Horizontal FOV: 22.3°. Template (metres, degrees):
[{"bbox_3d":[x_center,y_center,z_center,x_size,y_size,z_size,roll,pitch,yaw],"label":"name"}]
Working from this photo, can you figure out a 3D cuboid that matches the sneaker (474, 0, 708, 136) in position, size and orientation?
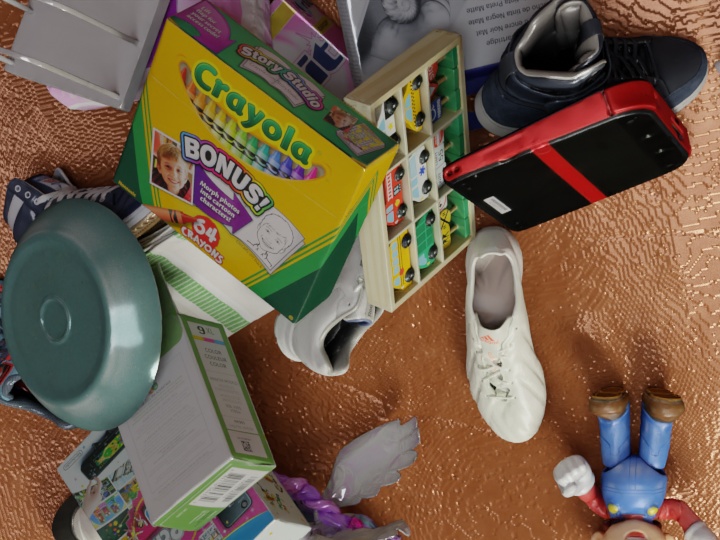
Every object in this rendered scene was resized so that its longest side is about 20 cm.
[{"bbox_3d":[0.201,-0.168,1.456,0.201,0.146,0.077,-13,72,-12],"label":"sneaker"}]

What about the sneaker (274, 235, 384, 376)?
[{"bbox_3d":[0.000,0.000,1.552,0.074,0.087,0.201,13,105,-34],"label":"sneaker"}]

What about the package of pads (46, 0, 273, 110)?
[{"bbox_3d":[-0.167,-0.209,1.525,0.199,0.076,0.121,-8,77,29],"label":"package of pads"}]

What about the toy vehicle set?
[{"bbox_3d":[0.043,-0.080,1.481,0.026,0.124,0.201,20,135,32],"label":"toy vehicle set"}]

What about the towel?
[{"bbox_3d":[-0.138,0.010,1.600,0.199,0.023,0.152,-30,134,24],"label":"towel"}]

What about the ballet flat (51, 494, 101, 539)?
[{"bbox_3d":[-0.212,0.219,1.702,0.199,0.068,0.068,-27,101,16],"label":"ballet flat"}]

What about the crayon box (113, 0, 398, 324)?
[{"bbox_3d":[-0.087,-0.085,1.436,0.200,0.058,0.173,37,133,13],"label":"crayon box"}]

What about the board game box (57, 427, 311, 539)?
[{"bbox_3d":[-0.157,0.200,1.604,0.148,0.064,0.200,-46,59,10],"label":"board game box"}]

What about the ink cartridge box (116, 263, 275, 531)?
[{"bbox_3d":[-0.155,0.107,1.551,0.104,0.059,0.201,-40,57,26],"label":"ink cartridge box"}]

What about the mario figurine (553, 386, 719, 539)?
[{"bbox_3d":[0.244,0.208,1.599,0.123,0.106,0.201,6,101,44],"label":"mario figurine"}]

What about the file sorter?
[{"bbox_3d":[-0.235,-0.253,1.457,0.138,0.124,0.201,19,89,32],"label":"file sorter"}]

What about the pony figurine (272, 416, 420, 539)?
[{"bbox_3d":[-0.018,0.240,1.647,0.192,0.167,0.201,-16,118,22],"label":"pony figurine"}]

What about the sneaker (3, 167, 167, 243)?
[{"bbox_3d":[-0.239,-0.058,1.601,0.200,0.070,0.109,-33,81,34],"label":"sneaker"}]

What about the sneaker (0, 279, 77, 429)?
[{"bbox_3d":[-0.315,0.076,1.663,0.199,0.096,0.080,30,108,0],"label":"sneaker"}]

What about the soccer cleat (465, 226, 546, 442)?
[{"bbox_3d":[0.121,0.062,1.595,0.069,0.078,0.201,-6,105,10],"label":"soccer cleat"}]

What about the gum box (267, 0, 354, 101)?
[{"bbox_3d":[-0.085,-0.132,1.580,0.113,0.066,0.200,41,108,-4],"label":"gum box"}]

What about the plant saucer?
[{"bbox_3d":[-0.248,0.040,1.550,0.199,0.036,0.201,6,99,41],"label":"plant saucer"}]

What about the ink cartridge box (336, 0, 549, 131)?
[{"bbox_3d":[0.082,-0.210,1.507,0.198,0.041,0.201,-15,105,-11],"label":"ink cartridge box"}]

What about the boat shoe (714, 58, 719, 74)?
[{"bbox_3d":[0.353,-0.094,1.522,0.065,0.074,0.201,-21,92,19],"label":"boat shoe"}]

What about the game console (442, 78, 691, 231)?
[{"bbox_3d":[0.173,-0.091,1.489,0.176,0.200,0.031,-21,72,17],"label":"game console"}]
